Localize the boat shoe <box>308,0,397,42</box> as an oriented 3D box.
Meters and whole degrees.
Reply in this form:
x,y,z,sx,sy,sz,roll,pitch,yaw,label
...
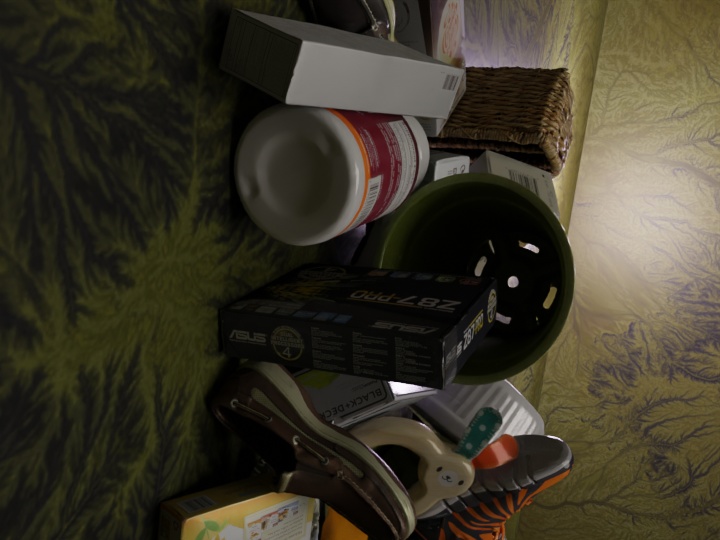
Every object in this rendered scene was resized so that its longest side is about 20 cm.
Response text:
x,y,z,sx,sy,sz,roll,pitch,yaw,label
-0.002,-0.210,0.717,0.200,0.073,0.065,47,51,-64,boat shoe

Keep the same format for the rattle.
x,y,z,sx,sy,sz,roll,pitch,yaw,label
0.063,0.218,0.769,0.143,0.199,0.131,-52,138,-80,rattle

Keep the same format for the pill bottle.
x,y,z,sx,sy,sz,roll,pitch,yaw,label
-0.014,-0.096,0.685,0.200,0.114,0.115,-30,127,-63,pill bottle

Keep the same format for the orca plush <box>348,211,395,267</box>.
x,y,z,sx,sy,sz,roll,pitch,yaw,label
0.000,0.000,0.873,0.105,0.071,0.201,-5,100,-22,orca plush

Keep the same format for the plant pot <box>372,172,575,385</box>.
x,y,z,sx,sy,sz,roll,pitch,yaw,label
0.139,0.009,0.810,0.190,0.199,0.201,3,97,-65,plant pot

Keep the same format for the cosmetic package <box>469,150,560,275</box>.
x,y,z,sx,sy,sz,roll,pitch,yaw,label
0.143,-0.053,0.963,0.200,0.105,0.071,-47,-143,48,cosmetic package

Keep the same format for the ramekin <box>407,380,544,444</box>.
x,y,z,sx,sy,sz,roll,pitch,yaw,label
0.142,0.180,0.980,0.094,0.202,0.202,-48,151,-9,ramekin

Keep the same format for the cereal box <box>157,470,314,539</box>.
x,y,z,sx,sy,sz,roll,pitch,yaw,label
-0.110,0.281,0.661,0.144,0.039,0.201,-1,103,-47,cereal box

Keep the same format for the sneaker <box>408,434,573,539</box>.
x,y,z,sx,sy,sz,roll,pitch,yaw,label
0.157,0.260,0.857,0.112,0.200,0.078,57,22,-18,sneaker

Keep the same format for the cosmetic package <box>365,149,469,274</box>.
x,y,z,sx,sy,sz,roll,pitch,yaw,label
0.063,-0.040,0.904,0.074,0.101,0.201,-16,115,-46,cosmetic package

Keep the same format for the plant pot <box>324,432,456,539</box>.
x,y,z,sx,sy,sz,roll,pitch,yaw,label
0.069,0.295,1.009,0.184,0.200,0.201,25,77,-80,plant pot

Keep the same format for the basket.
x,y,z,sx,sy,sz,roll,pitch,yaw,label
0.156,-0.160,0.966,0.143,0.199,0.149,75,31,-44,basket

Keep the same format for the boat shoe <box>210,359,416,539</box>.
x,y,z,sx,sy,sz,roll,pitch,yaw,label
-0.046,0.165,0.647,0.075,0.202,0.075,-38,164,-41,boat shoe

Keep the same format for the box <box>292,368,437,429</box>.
x,y,z,sx,sy,sz,roll,pitch,yaw,label
-0.001,0.122,0.787,0.060,0.116,0.200,68,14,12,box

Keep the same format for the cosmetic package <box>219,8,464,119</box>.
x,y,z,sx,sy,sz,roll,pitch,yaw,label
-0.009,-0.162,0.624,0.200,0.082,0.051,-8,125,-48,cosmetic package

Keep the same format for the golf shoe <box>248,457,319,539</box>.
x,y,z,sx,sy,sz,roll,pitch,yaw,label
-0.076,0.245,0.776,0.097,0.078,0.201,-85,178,-65,golf shoe

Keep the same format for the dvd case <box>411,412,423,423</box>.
x,y,z,sx,sy,sz,roll,pitch,yaw,label
0.097,0.326,1.184,0.143,0.017,0.201,-136,-128,-72,dvd case

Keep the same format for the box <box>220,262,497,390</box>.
x,y,z,sx,sy,sz,roll,pitch,yaw,label
0.004,0.041,0.675,0.161,0.199,0.049,-36,127,-59,box

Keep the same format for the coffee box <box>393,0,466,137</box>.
x,y,z,sx,sy,sz,roll,pitch,yaw,label
0.061,-0.264,0.842,0.115,0.079,0.200,-60,151,-42,coffee box
